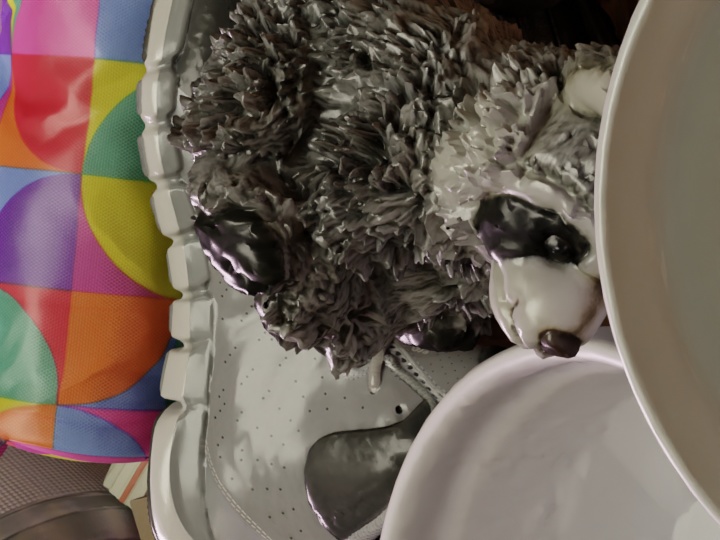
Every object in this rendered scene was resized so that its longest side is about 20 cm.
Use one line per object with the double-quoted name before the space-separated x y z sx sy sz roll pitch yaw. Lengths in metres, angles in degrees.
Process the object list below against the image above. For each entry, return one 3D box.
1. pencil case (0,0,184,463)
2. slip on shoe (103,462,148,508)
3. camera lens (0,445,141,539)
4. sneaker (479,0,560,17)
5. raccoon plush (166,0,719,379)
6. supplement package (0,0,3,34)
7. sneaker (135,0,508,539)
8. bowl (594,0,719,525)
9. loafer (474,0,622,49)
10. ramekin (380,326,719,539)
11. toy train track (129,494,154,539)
"pencil case" -0.080 -0.034 0.872 0.088 0.088 0.200 9 92 53
"slip on shoe" -0.015 0.014 0.931 0.200 0.061 0.074 -56 7 31
"camera lens" -0.149 0.125 1.044 0.200 0.160 0.160 34 123 46
"sneaker" 0.018 -0.161 0.820 0.089 0.077 0.200 -21 71 35
"raccoon plush" 0.025 -0.066 0.712 0.134 0.097 0.200 -25 71 33
"supplement package" -0.103 -0.111 0.970 0.120 0.121 0.200 10 105 53
"sneaker" 0.000 0.000 0.818 0.115 0.075 0.200 7 104 36
"bowl" 0.155 -0.019 0.622 0.201 0.090 0.201 2 100 11
"loafer" 0.021 -0.098 0.844 0.068 0.070 0.201 -46 59 47
"ramekin" 0.101 0.110 0.741 0.200 0.105 0.200 12 106 53
"toy train track" -0.028 0.164 0.913 0.115 0.033 0.200 -21 87 64
